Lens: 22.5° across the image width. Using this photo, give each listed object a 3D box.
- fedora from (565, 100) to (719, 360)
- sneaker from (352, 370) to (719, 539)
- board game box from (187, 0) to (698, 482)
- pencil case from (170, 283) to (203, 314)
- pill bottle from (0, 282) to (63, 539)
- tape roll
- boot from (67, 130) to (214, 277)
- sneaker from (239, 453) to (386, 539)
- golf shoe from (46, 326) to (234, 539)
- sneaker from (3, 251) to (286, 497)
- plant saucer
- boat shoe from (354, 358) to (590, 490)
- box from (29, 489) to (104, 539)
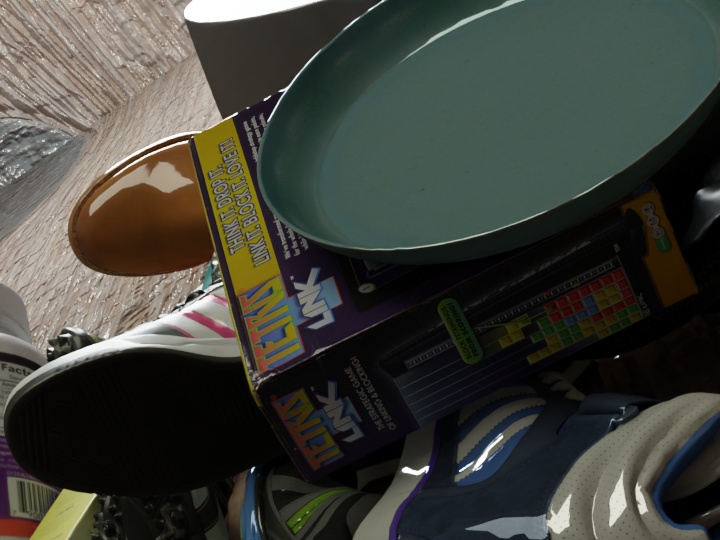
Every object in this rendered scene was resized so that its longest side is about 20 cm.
[{"bbox_3d":[0.152,-0.035,0.765,0.201,0.091,0.201,-43,32,37],"label":"fedora"},{"bbox_3d":[0.089,0.076,0.668,0.146,0.081,0.200,-15,15,24],"label":"sneaker"},{"bbox_3d":[0.024,-0.025,0.741,0.165,0.057,0.200,-27,33,5],"label":"board game box"},{"bbox_3d":[-0.088,0.064,1.069,0.078,0.090,0.200,7,42,41],"label":"pencil case"},{"bbox_3d":[-0.217,0.104,1.004,0.111,0.111,0.200,-31,49,20],"label":"pill bottle"},{"bbox_3d":[0.005,-0.146,1.011,0.200,0.066,0.200,-16,19,6],"label":"tape roll"},{"bbox_3d":[-0.055,-0.030,0.954,0.199,0.077,0.155,-8,11,-8],"label":"boot"},{"bbox_3d":[-0.008,0.124,0.758,0.082,0.071,0.200,-15,14,1],"label":"sneaker"},{"bbox_3d":[-0.085,0.105,0.871,0.078,0.094,0.200,-53,48,29],"label":"golf shoe"},{"bbox_3d":[-0.069,0.033,0.831,0.199,0.084,0.121,-12,21,-14],"label":"sneaker"},{"bbox_3d":[0.055,-0.067,0.698,0.200,0.027,0.200,-20,34,14],"label":"plant saucer"},{"bbox_3d":[0.021,0.058,0.876,0.200,0.060,0.076,-29,16,25],"label":"boat shoe"},{"bbox_3d":[-0.133,0.161,0.886,0.050,0.075,0.200,-33,16,26],"label":"box"}]
